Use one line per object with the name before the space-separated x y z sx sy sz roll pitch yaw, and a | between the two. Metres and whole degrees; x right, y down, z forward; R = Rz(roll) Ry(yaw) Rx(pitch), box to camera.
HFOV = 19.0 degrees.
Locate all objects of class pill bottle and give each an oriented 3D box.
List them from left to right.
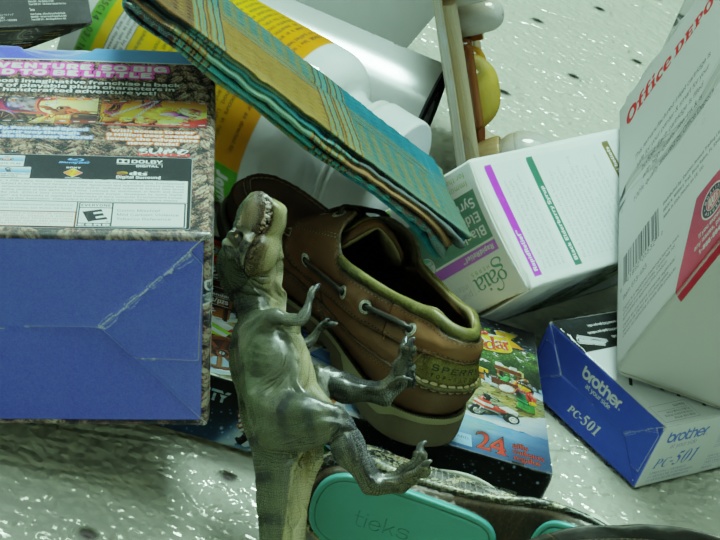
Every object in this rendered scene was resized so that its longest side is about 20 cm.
pill bottle | -0.065 -0.093 1.217 0.200 0.111 0.111 30 29 17

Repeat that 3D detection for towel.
towel | -0.035 -0.087 1.066 0.200 0.022 0.147 37 11 -14

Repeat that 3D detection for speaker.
speaker | -0.051 -0.129 1.327 0.200 0.081 0.081 24 27 5

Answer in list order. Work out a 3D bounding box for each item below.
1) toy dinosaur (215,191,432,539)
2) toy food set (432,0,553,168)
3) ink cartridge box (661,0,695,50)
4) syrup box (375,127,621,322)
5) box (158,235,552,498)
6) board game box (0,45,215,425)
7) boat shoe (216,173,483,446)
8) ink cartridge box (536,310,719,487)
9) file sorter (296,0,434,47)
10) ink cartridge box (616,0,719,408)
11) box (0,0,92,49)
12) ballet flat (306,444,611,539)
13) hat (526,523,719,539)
toy dinosaur | -0.017 0.065 0.940 0.088 0.047 0.200 -2 70 -7
toy food set | 0.086 -0.134 1.328 0.060 0.200 0.144 -5 27 8
ink cartridge box | 0.277 -0.126 1.422 0.146 0.200 0.085 37 31 27
syrup box | 0.107 -0.025 1.220 0.200 0.079 0.082 -13 76 -50
box | -0.007 0.051 1.077 0.200 0.038 0.137 17 28 -9
board game box | -0.147 -0.022 1.001 0.159 0.097 0.200 1 29 -4
boat shoe | 0.000 0.000 1.058 0.072 0.068 0.200 -4 36 -39
ink cartridge box | 0.194 0.061 1.196 0.200 0.044 0.094 -7 40 -43
file sorter | -0.039 -0.241 1.414 0.200 0.139 0.125 34 17 -24
ink cartridge box | 0.203 -0.049 1.139 0.084 0.145 0.200 19 46 -13
box | -0.265 -0.129 1.111 0.200 0.050 0.158 -9 -2 -44
ballet flat | 0.070 0.125 0.977 0.200 0.068 0.075 22 19 9
hat | 0.103 0.195 0.797 0.200 0.201 0.081 30 -2 16
